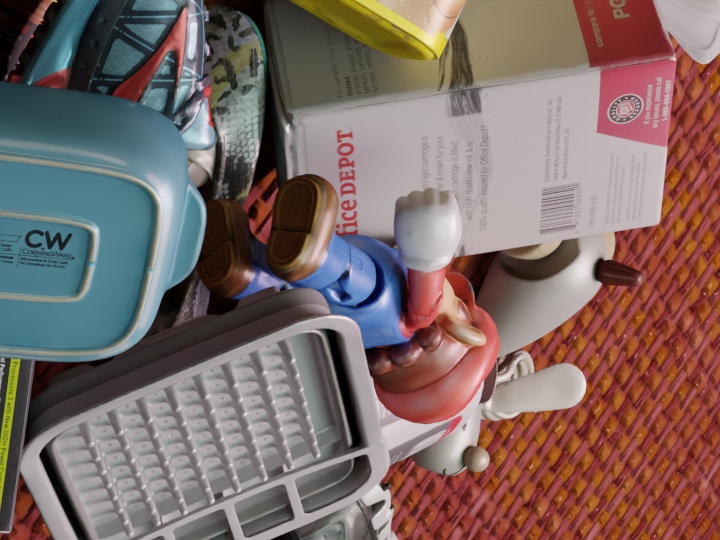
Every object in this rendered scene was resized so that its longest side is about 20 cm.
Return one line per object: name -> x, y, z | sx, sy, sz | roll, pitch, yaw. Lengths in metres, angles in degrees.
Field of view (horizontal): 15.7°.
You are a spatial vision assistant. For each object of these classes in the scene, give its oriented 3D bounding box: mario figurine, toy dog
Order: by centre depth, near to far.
mario figurine -> 0.000, 0.000, 1.311 | 0.200, 0.123, 0.106 | 34, 86, -50
toy dog -> 0.110, 0.042, 1.615 | 0.131, 0.096, 0.201 | -16, 128, -46

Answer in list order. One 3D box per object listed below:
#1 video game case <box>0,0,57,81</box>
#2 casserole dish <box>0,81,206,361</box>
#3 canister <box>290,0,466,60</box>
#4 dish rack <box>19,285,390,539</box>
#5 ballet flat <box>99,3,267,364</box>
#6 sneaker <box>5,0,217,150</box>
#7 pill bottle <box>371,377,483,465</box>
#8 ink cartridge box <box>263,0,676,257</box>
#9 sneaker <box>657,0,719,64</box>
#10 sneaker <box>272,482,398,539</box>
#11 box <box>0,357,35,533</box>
video game case -> -0.149, -0.130, 1.194 | 0.182, 0.025, 0.200 | -60, 147, 2
casserole dish -> -0.159, -0.016, 1.070 | 0.198, 0.039, 0.122 | 6, 119, -16
canister -> 0.018, -0.218, 1.229 | 0.148, 0.086, 0.201 | 28, 85, -25
dish rack -> -0.077, 0.079, 1.260 | 0.171, 0.044, 0.200 | -22, 151, -6
ballet flat -> -0.096, -0.033, 1.298 | 0.072, 0.072, 0.202 | -13, 127, -48
sneaker -> -0.098, -0.095, 1.165 | 0.201, 0.095, 0.079 | -58, -168, 10
pill bottle -> -0.033, 0.070, 1.431 | 0.199, 0.110, 0.111 | -23, 133, -43
ink cartridge box -> 0.053, -0.079, 1.346 | 0.198, 0.085, 0.146 | -10, 145, -6
sneaker -> 0.136, -0.195, 1.393 | 0.075, 0.201, 0.089 | -24, 157, -16
sneaker -> -0.010, 0.191, 1.605 | 0.090, 0.066, 0.201 | -43, 140, -19
box -> -0.218, 0.017, 1.124 | 0.159, 0.044, 0.201 | 3, 119, -14
